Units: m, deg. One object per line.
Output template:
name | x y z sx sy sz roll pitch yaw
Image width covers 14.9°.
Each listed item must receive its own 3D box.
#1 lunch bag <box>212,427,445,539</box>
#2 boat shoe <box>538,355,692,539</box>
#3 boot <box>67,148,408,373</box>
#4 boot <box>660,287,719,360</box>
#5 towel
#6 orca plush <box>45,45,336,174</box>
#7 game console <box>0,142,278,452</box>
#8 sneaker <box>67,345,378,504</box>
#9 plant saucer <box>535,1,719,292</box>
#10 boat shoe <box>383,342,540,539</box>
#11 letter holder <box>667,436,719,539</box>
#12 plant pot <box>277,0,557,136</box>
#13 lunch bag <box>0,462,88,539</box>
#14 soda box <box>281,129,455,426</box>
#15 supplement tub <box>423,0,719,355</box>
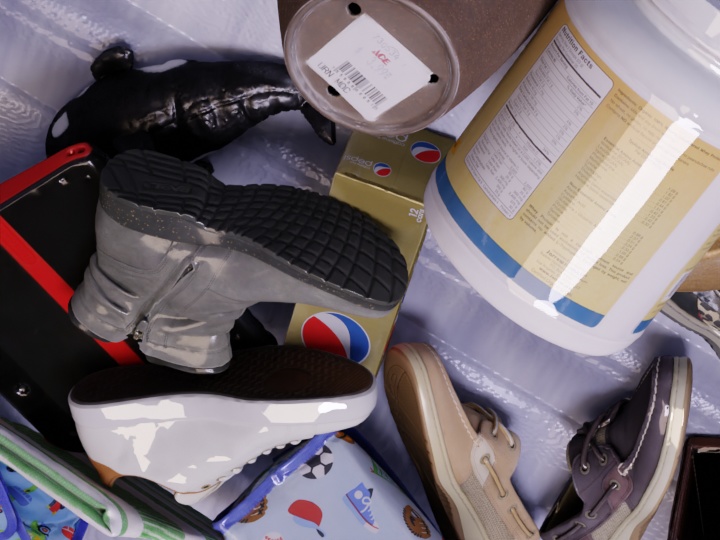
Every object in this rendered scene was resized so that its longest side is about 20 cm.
lunch bag | -0.007 0.191 1.792 0.170 0.124 0.200 51 171 2
boat shoe | 0.162 0.125 1.757 0.064 0.072 0.201 15 139 -1
boot | -0.074 0.011 1.646 0.199 0.068 0.131 19 133 6
boot | 0.248 -0.019 1.606 0.203 0.074 0.154 43 123 -14
towel | -0.162 0.149 1.810 0.152 0.023 0.200 29 180 28
orca plush | -0.112 -0.076 1.671 0.199 0.071 0.106 1 130 18
game console | -0.175 0.022 1.721 0.176 0.031 0.200 -29 123 23
sneaker | -0.078 0.099 1.709 0.199 0.073 0.085 -4 116 19
plant saucer | 0.181 -0.078 1.545 0.199 0.035 0.202 4 109 12
boat shoe | 0.068 0.115 1.791 0.064 0.071 0.201 -28 131 -9
letter holder | 0.256 0.229 1.765 0.100 0.143 0.201 2 130 17
plant pot | 0.029 -0.167 1.455 0.186 0.201 0.188 10 133 10
lunch bag | -0.293 0.149 1.887 0.150 0.095 0.200 -1 145 19
soda box | 0.000 0.000 1.702 0.064 0.068 0.201 19 133 2
supplement tub | 0.141 -0.071 1.459 0.144 0.145 0.200 32 113 -11
